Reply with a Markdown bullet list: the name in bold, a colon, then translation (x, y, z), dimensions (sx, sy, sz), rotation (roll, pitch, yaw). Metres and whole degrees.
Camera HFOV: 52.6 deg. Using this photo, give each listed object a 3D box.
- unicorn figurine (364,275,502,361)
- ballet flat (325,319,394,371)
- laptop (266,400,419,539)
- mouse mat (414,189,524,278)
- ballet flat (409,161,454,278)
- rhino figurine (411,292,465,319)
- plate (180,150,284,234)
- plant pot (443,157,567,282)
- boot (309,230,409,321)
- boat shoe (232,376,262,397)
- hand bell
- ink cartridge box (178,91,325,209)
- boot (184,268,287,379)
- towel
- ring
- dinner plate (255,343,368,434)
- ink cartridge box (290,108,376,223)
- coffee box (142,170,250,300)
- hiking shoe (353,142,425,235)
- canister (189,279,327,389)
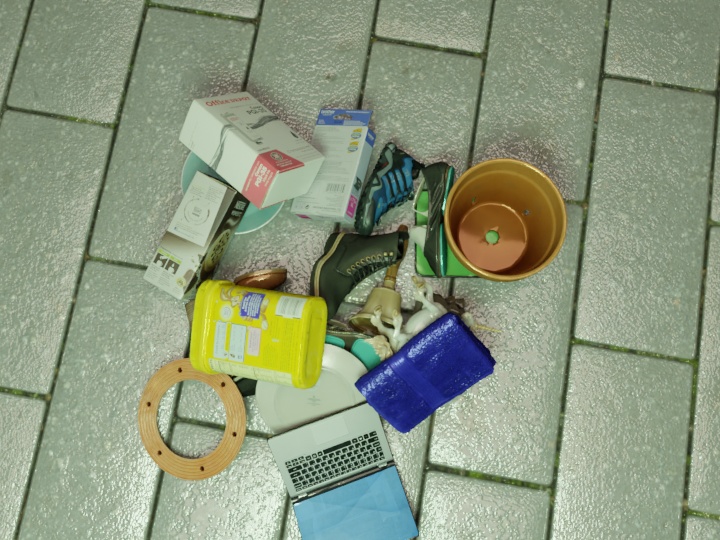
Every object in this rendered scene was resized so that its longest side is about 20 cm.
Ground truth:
- **unicorn figurine**: translation (0.105, 0.083, 1.175), dimensions (0.199, 0.074, 0.138), rotation (-31, 118, 1)
- **ballet flat**: translation (-0.021, 0.118, 1.210), dimensions (0.198, 0.076, 0.068), rotation (20, 119, -8)
- **laptop**: translation (-0.028, 0.346, 1.169), dimensions (0.185, 0.116, 0.202), rotation (-19, 114, -4)
- **mouse mat**: translation (0.195, -0.066, 1.306), dimensions (0.197, 0.008, 0.163), rotation (1, 79, 2)
- **ballet flat**: translation (0.124, -0.089, 1.276), dimensions (0.068, 0.068, 0.203), rotation (4, 85, 18)
- **rhino figurine**: translation (0.117, 0.131, 1.241), dimensions (0.086, 0.060, 0.202), rotation (16, 78, -2)
- **plate**: translation (-0.225, -0.161, 1.319), dimensions (0.197, 0.026, 0.203), rotation (0, 80, 0)
- **plant pot**: translation (0.234, -0.070, 1.233), dimensions (0.197, 0.140, 0.203), rotation (0, 78, 1)
- **boot**: translation (0.000, 0.000, 1.201), dimensions (0.137, 0.078, 0.201), rotation (-5, 44, 19)
- **boat shoe**: translation (-0.118, 0.186, 1.226), dimensions (0.199, 0.074, 0.064), rotation (-11, 71, -6)
- **hand bell**: translation (0.054, 0.011, 1.264), dimensions (0.103, 0.104, 0.202), rotation (15, 68, 3)
- **ink cartridge box**: translation (-0.183, -0.206, 1.226), dimensions (0.200, 0.146, 0.083), rotation (41, 123, 13)
- **boot**: translation (-0.192, 0.093, 1.242), dimensions (0.198, 0.077, 0.157), rotation (-24, 79, -2)
- **towel**: translation (0.107, 0.169, 1.152), dimensions (0.199, 0.050, 0.148), rotation (-39, 125, 10)
- **ring**: translation (-0.281, 0.248, 1.219), dimensions (0.198, 0.019, 0.203), rotation (-1, 87, 14)
- **dinner plate**: translation (-0.074, 0.212, 1.194), dimensions (0.197, 0.024, 0.203), rotation (0, 110, -1)
- **ink cartridge box**: translation (-0.044, -0.187, 1.291), dimensions (0.118, 0.042, 0.202), rotation (8, 80, 33)
- **coffee box**: translation (-0.272, -0.058, 1.234), dimensions (0.079, 0.113, 0.202), rotation (28, 94, 5)
- **hiking shoe**: translation (0.052, -0.137, 1.264), dimensions (0.086, 0.075, 0.201), rotation (24, 59, -2)
- **canister**: translation (-0.158, 0.099, 1.137), dimensions (0.198, 0.086, 0.151), rotation (7, 91, 25)
